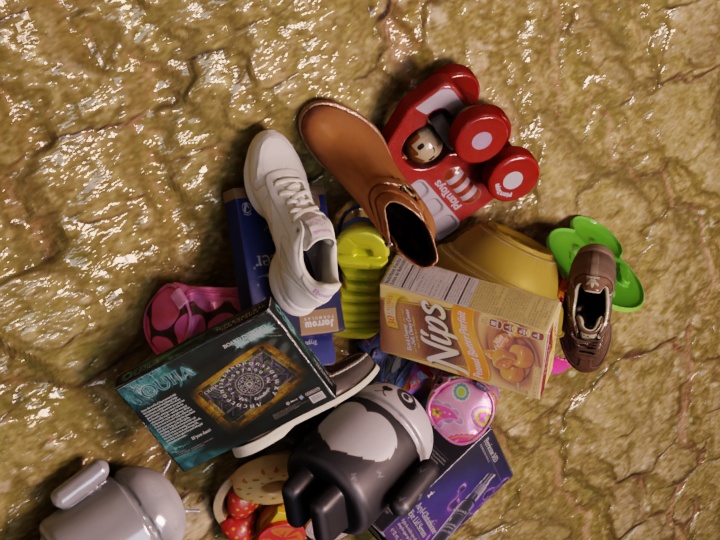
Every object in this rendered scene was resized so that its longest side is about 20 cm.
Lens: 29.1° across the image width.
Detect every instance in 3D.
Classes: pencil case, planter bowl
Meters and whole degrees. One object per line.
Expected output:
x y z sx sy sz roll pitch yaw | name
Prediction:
-0.137 0.053 1.546 0.199 0.091 0.094 0 146 -39 | pencil case
0.175 -0.003 1.676 0.200 0.200 0.084 16 106 -43 | planter bowl
0.125 0.145 1.690 0.088 0.087 0.200 -64 177 12 | pencil case

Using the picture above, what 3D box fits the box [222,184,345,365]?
-0.081 0.008 1.526 0.120 0.032 0.202 -5 85 -37 | box

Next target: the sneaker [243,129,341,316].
-0.062 -0.058 1.471 0.074 0.099 0.202 -11 83 -35 | sneaker

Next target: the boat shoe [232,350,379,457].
-0.069 0.138 1.583 0.200 0.072 0.061 -30 96 -24 | boat shoe

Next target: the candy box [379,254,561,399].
0.121 0.064 1.572 0.116 0.198 0.055 90 22 -45 | candy box

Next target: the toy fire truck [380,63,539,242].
0.099 -0.131 1.617 0.168 0.112 0.200 -37 135 11 | toy fire truck

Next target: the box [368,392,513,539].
0.087 0.273 1.826 0.200 0.104 0.148 -42 144 -9 | box

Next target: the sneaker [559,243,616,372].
0.271 0.063 1.688 0.076 0.070 0.201 -70 161 -47 | sneaker

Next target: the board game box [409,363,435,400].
0.125 0.090 1.804 0.157 0.039 0.201 24 99 -44 | board game box

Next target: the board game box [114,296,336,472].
-0.143 0.124 1.483 0.199 0.028 0.136 -27 118 15 | board game box

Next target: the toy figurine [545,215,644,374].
0.263 0.048 1.841 0.149 0.200 0.185 29 121 -8 | toy figurine

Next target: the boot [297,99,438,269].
0.010 -0.090 1.499 0.076 0.155 0.200 -35 110 8 | boot

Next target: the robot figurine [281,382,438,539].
-0.004 0.215 1.580 0.150 0.125 0.200 49 57 -2 | robot figurine

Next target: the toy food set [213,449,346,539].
-0.081 0.286 1.699 0.197 0.049 0.201 13 132 -24 | toy food set

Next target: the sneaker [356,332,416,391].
0.038 0.091 1.717 0.078 0.075 0.201 17 100 -26 | sneaker

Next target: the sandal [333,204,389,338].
0.000 0.000 1.629 0.079 0.087 0.201 7 135 -5 | sandal

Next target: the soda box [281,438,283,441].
-0.057 0.198 1.710 0.071 0.063 0.200 -45 135 -7 | soda box

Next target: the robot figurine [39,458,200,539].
-0.280 0.296 1.558 0.199 0.113 0.171 -32 112 -19 | robot figurine
